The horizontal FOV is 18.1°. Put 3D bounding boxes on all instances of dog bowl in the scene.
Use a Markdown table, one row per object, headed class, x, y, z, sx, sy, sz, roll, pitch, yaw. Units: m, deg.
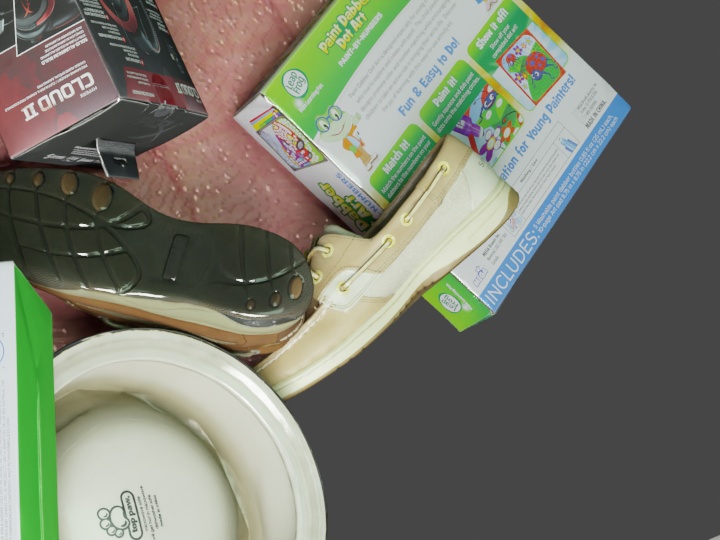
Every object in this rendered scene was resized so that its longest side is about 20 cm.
| class | x | y | z | sx | sy | sz | roll | pitch | yaw |
| --- | --- | --- | --- | --- | --- | --- | --- | --- | --- |
| dog bowl | -0.121 | 0.136 | 1.223 | 0.199 | 0.074 | 0.201 | 11 | 68 | -27 |

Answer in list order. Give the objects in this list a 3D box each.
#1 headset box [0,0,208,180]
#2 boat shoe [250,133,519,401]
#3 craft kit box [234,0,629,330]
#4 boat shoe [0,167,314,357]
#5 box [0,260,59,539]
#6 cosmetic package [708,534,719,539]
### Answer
| class | x | y | z | sx | sy | sz | roll | pitch | yaw |
| --- | --- | --- | --- | --- | --- | --- | --- | --- | --- |
| headset box | -0.168 | -0.143 | 1.253 | 0.201 | 0.075 | 0.149 | 65 | 13 | 6 |
| boat shoe | 0.000 | 0.000 | 1.320 | 0.200 | 0.074 | 0.066 | -42 | 96 | -11 |
| craft kit box | 0.050 | -0.100 | 1.423 | 0.198 | 0.048 | 0.200 | 45 | 56 | -11 |
| boat shoe | -0.126 | 0.005 | 1.260 | 0.199 | 0.074 | 0.076 | 18 | 57 | 5 |
| box | -0.242 | 0.109 | 1.102 | 0.175 | 0.097 | 0.201 | -6 | 72 | 3 |
| cosmetic package | 0.307 | 0.241 | 1.429 | 0.199 | 0.085 | 0.108 | 20 | 60 | -22 |
